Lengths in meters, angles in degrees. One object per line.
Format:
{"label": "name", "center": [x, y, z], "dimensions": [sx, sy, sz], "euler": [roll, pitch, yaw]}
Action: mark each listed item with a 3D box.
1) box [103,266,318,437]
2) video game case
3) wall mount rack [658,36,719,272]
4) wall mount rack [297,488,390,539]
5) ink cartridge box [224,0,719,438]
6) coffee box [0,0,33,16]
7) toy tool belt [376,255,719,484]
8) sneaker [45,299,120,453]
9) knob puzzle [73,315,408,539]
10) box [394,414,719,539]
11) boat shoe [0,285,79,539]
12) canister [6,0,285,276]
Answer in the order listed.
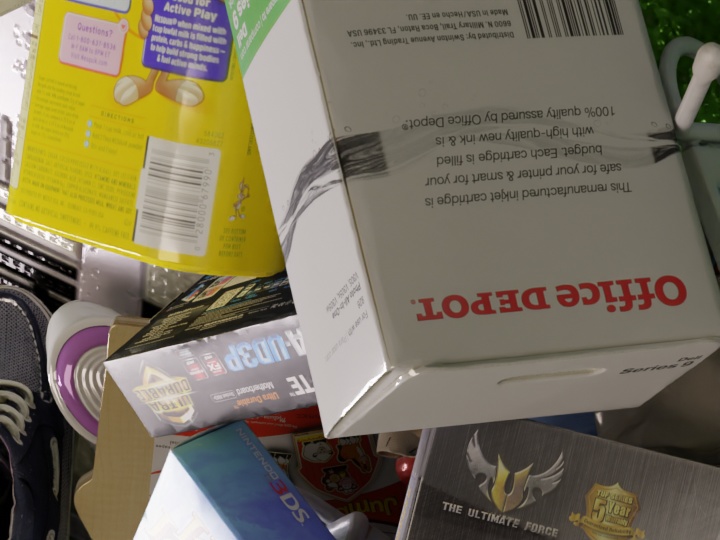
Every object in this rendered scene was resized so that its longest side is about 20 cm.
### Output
{"label": "box", "center": [0.000, 0.000, 1.218], "dimensions": [0.200, 0.159, 0.046], "euler": [-16, 112, 52]}
{"label": "video game case", "center": [-0.038, 0.198, 1.245], "dimensions": [0.200, 0.045, 0.182], "euler": [50, 138, 24]}
{"label": "wall mount rack", "center": [0.168, -0.013, 1.077], "dimensions": [0.074, 0.173, 0.201], "euler": [-28, 75, 33]}
{"label": "wall mount rack", "center": [-0.007, 0.190, 1.357], "dimensions": [0.200, 0.075, 0.174], "euler": [35, 144, -17]}
{"label": "ink cartridge box", "center": [0.041, -0.045, 1.082], "dimensions": [0.084, 0.145, 0.201], "euler": [132, 130, -60]}
{"label": "coffee box", "center": [-0.227, -0.233, 1.251], "dimensions": [0.199, 0.200, 0.198], "euler": [31, 129, 22]}
{"label": "toy tool belt", "center": [0.107, 0.032, 1.228], "dimensions": [0.199, 0.125, 0.124], "euler": [-5, 73, 35]}
{"label": "sneaker", "center": [-0.091, 0.091, 1.433], "dimensions": [0.200, 0.075, 0.100], "euler": [56, 176, -21]}
{"label": "knob puzzle", "center": [-0.042, 0.115, 1.378], "dimensions": [0.218, 0.031, 0.221], "euler": [0, 119, 0]}
{"label": "box", "center": [0.105, 0.149, 1.117], "dimensions": [0.199, 0.048, 0.159], "euler": [15, 89, -3]}
{"label": "boat shoe", "center": [-0.180, 0.082, 1.410], "dimensions": [0.074, 0.201, 0.093], "euler": [-9, 152, 0]}
{"label": "canister", "center": [-0.078, -0.108, 1.197], "dimensions": [0.148, 0.086, 0.201], "euler": [17, 100, 44]}
